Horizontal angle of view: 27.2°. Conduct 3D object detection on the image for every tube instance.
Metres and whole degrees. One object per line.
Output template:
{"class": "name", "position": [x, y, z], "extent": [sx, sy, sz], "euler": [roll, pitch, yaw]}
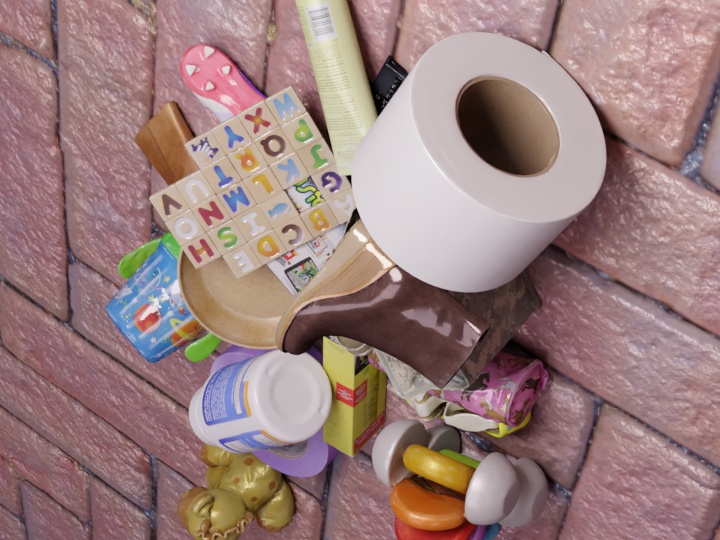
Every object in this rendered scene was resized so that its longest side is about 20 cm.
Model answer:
{"class": "tube", "position": [-0.019, -0.193, 1.519], "extent": [0.058, 0.052, 0.201], "euler": [-121, 15, -73]}

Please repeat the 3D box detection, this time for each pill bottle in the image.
{"class": "pill bottle", "position": [-0.130, 0.163, 1.814], "extent": [0.112, 0.112, 0.200], "euler": [56, 147, -10]}

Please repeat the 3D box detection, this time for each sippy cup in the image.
{"class": "sippy cup", "position": [-0.245, 0.042, 1.878], "extent": [0.140, 0.130, 0.178], "euler": [52, 174, -15]}

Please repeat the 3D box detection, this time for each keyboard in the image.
{"class": "keyboard", "position": [0.005, -0.142, 1.577], "extent": [0.104, 0.040, 0.200], "euler": [42, 142, 8]}

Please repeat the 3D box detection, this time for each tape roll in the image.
{"class": "tape roll", "position": [-0.102, 0.172, 1.944], "extent": [0.199, 0.066, 0.201], "euler": [27, 139, 26]}
{"class": "tape roll", "position": [0.108, -0.099, 1.376], "extent": [0.203, 0.203, 0.139], "euler": [45, 143, 4]}

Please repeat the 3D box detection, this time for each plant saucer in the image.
{"class": "plant saucer", "position": [-0.112, -0.004, 1.717], "extent": [0.199, 0.036, 0.202], "euler": [-2, 117, -3]}

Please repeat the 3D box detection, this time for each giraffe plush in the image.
{"class": "giraffe plush", "position": [-0.184, 0.328, 2.082], "extent": [0.199, 0.162, 0.173], "euler": [-18, 109, 51]}

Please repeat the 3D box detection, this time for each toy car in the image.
{"class": "toy car", "position": [0.105, 0.265, 1.710], "extent": [0.174, 0.200, 0.151], "euler": [18, 89, 31]}

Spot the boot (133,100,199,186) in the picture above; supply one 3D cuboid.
{"class": "boot", "position": [-0.175, -0.116, 1.786], "extent": [0.188, 0.068, 0.201], "euler": [-24, 94, 57]}

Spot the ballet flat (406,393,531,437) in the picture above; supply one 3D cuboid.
{"class": "ballet flat", "position": [0.103, 0.150, 1.714], "extent": [0.199, 0.067, 0.067], "euler": [13, 130, 39]}

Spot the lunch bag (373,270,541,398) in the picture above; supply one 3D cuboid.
{"class": "lunch bag", "position": [0.071, 0.004, 1.534], "extent": [0.117, 0.164, 0.201], "euler": [-13, 111, 44]}

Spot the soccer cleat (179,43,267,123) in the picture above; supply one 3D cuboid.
{"class": "soccer cleat", "position": [-0.128, -0.173, 1.676], "extent": [0.200, 0.067, 0.076], "euler": [47, 176, -8]}

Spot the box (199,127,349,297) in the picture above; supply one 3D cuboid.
{"class": "box", "position": [-0.075, -0.058, 1.653], "extent": [0.110, 0.035, 0.200], "euler": [-33, 114, 12]}

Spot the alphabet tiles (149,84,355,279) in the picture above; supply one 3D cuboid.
{"class": "alphabet tiles", "position": [-0.119, -0.086, 1.612], "extent": [0.199, 0.008, 0.168], "euler": [-27, 116, 10]}

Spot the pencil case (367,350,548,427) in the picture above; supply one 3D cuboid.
{"class": "pencil case", "position": [0.107, 0.104, 1.649], "extent": [0.199, 0.087, 0.083], "euler": [24, 174, 28]}

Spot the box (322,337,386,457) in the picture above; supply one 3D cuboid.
{"class": "box", "position": [-0.007, 0.131, 1.804], "extent": [0.050, 0.075, 0.201], "euler": [28, 138, 25]}

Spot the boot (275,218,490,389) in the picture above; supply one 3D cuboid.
{"class": "boot", "position": [0.016, 0.062, 1.446], "extent": [0.166, 0.072, 0.200], "euler": [43, 130, 5]}

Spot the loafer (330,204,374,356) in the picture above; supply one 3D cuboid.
{"class": "loafer", "position": [0.000, 0.000, 1.616], "extent": [0.075, 0.068, 0.201], "euler": [25, 113, 37]}
